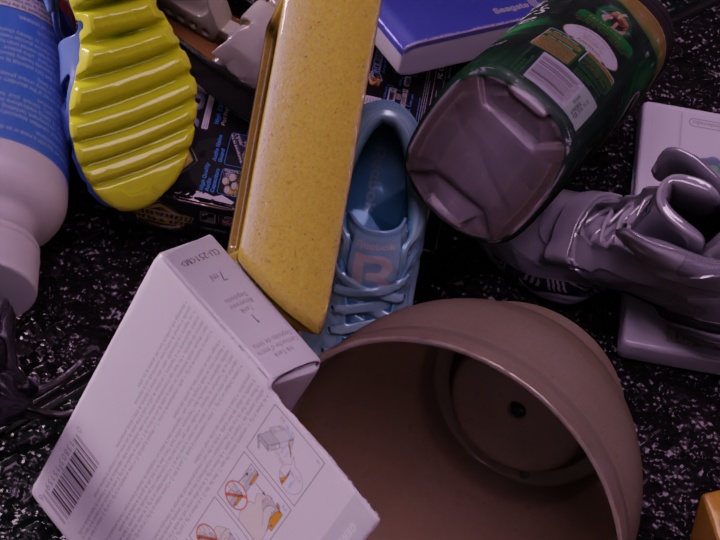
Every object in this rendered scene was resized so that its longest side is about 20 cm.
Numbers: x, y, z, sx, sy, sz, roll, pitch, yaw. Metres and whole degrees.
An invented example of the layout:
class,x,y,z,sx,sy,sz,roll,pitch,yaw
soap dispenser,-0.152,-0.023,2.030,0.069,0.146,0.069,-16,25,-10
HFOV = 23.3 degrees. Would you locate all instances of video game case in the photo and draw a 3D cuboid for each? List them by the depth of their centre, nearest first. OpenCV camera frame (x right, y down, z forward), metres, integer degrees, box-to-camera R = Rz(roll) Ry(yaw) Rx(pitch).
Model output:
class,x,y,z,sx,sy,sz,roll,pitch,yaw
video game case,0.267,-0.012,1.102,0.199,0.024,0.183,10,60,0

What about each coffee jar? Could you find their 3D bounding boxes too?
class,x,y,z,sx,sy,sz,roll,pitch,yaw
coffee jar,0.109,-0.102,1.008,0.085,0.104,0.200,40,38,5

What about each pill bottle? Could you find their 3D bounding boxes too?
class,x,y,z,sx,sy,sz,roll,pitch,yaw
pill bottle,-0.225,-0.076,1.028,0.111,0.112,0.201,0,60,-7

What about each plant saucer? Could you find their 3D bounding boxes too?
class,x,y,z,sx,sy,sz,roll,pitch,yaw
plant saucer,-0.035,-0.069,0.938,0.048,0.200,0.201,9,88,-7

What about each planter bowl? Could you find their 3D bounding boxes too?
class,x,y,z,sx,sy,sz,roll,pitch,yaw
planter bowl,0.066,0.097,0.939,0.200,0.201,0.135,31,35,11

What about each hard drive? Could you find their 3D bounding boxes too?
class,x,y,z,sx,sy,sz,roll,pitch,yaw
hard drive,0.032,-0.208,1.135,0.131,0.025,0.200,-16,51,-27

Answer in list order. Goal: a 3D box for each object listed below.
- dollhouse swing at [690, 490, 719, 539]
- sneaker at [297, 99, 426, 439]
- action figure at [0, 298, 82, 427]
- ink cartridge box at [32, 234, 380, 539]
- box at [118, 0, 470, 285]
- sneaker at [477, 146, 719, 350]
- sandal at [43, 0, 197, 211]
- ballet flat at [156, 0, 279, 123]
class,x,y,z,sx,sy,sz,roll,pitch,yaw
dollhouse swing,0.289,0.212,0.908,0.199,0.182,0.176,-9,42,-12
sneaker,0.000,0.000,0.997,0.073,0.082,0.201,1,88,1
action figure,-0.257,0.064,0.956,0.199,0.102,0.119,12,53,-11
ink cartridge box,-0.075,0.112,0.896,0.174,0.200,0.043,47,39,18
box,-0.035,-0.104,1.104,0.197,0.050,0.201,11,61,0
sneaker,0.152,-0.027,1.025,0.199,0.115,0.075,21,65,25
sandal,-0.147,-0.135,1.018,0.079,0.087,0.201,-10,99,-21
ballet flat,-0.083,-0.143,1.054,0.199,0.069,0.068,31,63,10
